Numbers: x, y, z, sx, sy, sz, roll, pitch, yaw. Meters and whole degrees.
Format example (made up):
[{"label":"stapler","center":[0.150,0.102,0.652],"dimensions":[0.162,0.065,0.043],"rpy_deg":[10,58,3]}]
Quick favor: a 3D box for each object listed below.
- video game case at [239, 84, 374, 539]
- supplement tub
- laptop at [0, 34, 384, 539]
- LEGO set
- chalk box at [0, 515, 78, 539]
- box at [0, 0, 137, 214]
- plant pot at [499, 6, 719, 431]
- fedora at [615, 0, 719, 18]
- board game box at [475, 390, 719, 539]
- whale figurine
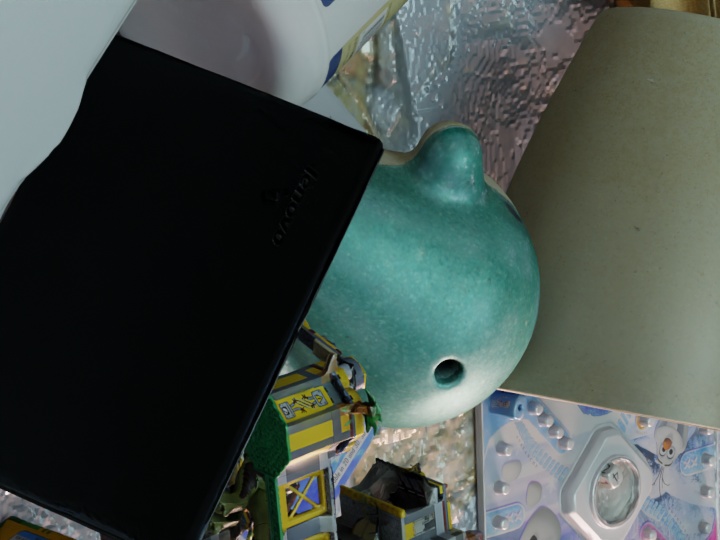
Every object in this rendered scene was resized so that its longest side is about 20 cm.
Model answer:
[{"label":"video game case","center":[-0.048,0.019,1.176],"dimensions":[0.181,0.045,0.200],"rpy_deg":[47,66,-35]},{"label":"supplement tub","center":[-0.021,-0.182,1.105],"dimensions":[0.200,0.144,0.145],"rpy_deg":[-47,124,-27]},{"label":"laptop","center":[-0.115,0.009,0.993],"dimensions":[0.116,0.200,0.188],"rpy_deg":[31,75,-21]},{"label":"LEGO set","center":[-0.032,0.080,1.044],"dimensions":[0.116,0.200,0.155],"rpy_deg":[-18,103,-36]},{"label":"chalk box","center":[-0.133,0.234,1.078],"dimensions":[0.124,0.125,0.201],"rpy_deg":[-37,120,-32]},{"label":"box","center":[-0.212,-0.116,0.918],"dimensions":[0.200,0.131,0.199],"rpy_deg":[31,92,-40]},{"label":"plant pot","center":[0.148,-0.026,1.222],"dimensions":[0.187,0.187,0.201],"rpy_deg":[13,86,-42]},{"label":"fedora","center":[0.200,-0.165,1.350],"dimensions":[0.200,0.082,0.202],"rpy_deg":[-4,96,-41]},{"label":"board game box","center":[0.147,0.127,1.381],"dimensions":[0.199,0.026,0.201],"rpy_deg":[-11,103,-41]},{"label":"whale figurine","center":[0.000,0.000,1.093],"dimensions":[0.159,0.104,0.200],"rpy_deg":[-43,132,14]}]
